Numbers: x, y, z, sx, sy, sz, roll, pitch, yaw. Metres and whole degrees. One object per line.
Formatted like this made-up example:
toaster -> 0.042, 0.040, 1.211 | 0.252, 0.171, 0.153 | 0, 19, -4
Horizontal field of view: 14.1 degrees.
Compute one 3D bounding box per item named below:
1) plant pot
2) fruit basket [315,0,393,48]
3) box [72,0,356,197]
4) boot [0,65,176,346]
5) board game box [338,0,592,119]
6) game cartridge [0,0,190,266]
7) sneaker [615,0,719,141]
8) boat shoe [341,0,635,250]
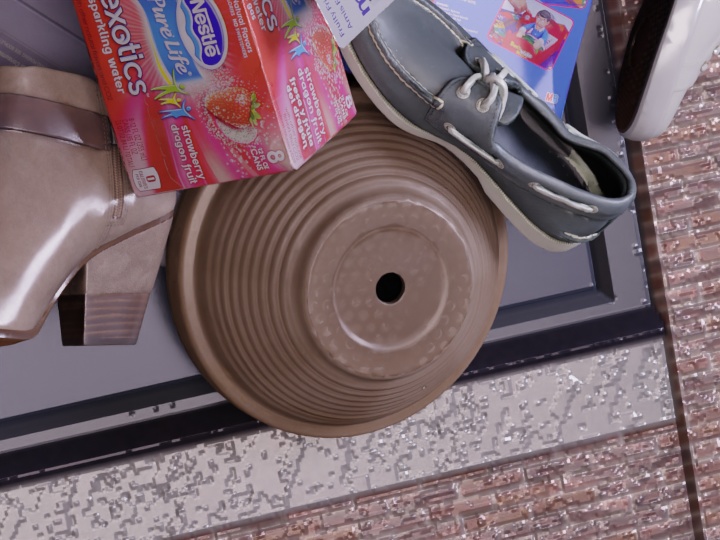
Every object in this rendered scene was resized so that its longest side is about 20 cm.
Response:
plant pot -> 0.000, 0.000, 1.601 | 0.200, 0.093, 0.202 | -4, 101, -21
fruit basket -> 0.002, -0.238, 1.490 | 0.093, 0.200, 0.186 | -15, 110, 33
box -> -0.086, -0.150, 1.505 | 0.099, 0.095, 0.201 | -9, 108, 26
boot -> -0.182, -0.033, 1.512 | 0.199, 0.070, 0.147 | 0, 88, -45
board game box -> 0.032, -0.170, 1.624 | 0.199, 0.045, 0.135 | 15, 94, -15
game cartridge -> -0.157, -0.100, 1.578 | 0.200, 0.038, 0.130 | 32, 93, -28
sneaker -> 0.213, -0.158, 1.653 | 0.084, 0.073, 0.201 | 23, 90, -13
boat shoe -> 0.070, -0.092, 1.570 | 0.200, 0.062, 0.073 | 44, 55, -18
